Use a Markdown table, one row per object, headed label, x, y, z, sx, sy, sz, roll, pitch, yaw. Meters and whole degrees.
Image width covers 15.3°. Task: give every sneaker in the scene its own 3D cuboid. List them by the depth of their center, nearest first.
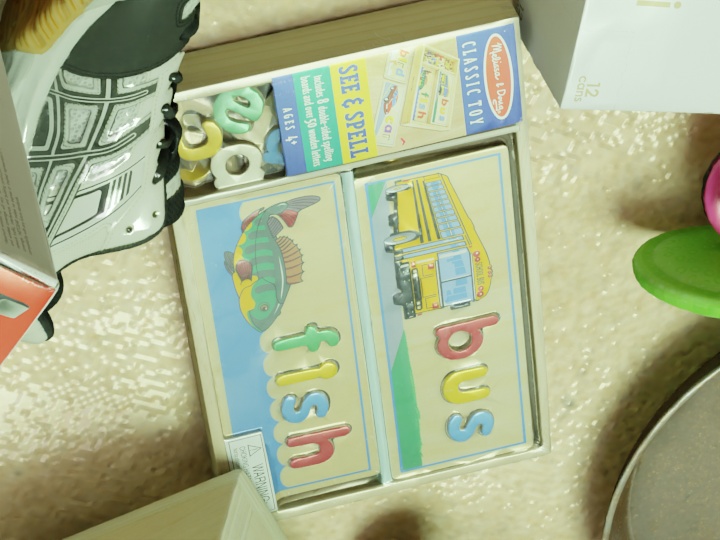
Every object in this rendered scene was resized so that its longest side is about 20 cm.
| label | x | y | z | sx | sy | sz | roll | pitch | yaw |
| --- | --- | --- | --- | --- | --- | --- | --- | --- | --- |
| sneaker | -0.083 | -0.058 | 0.875 | 0.087 | 0.076 | 0.200 | 33 | 121 | -19 |

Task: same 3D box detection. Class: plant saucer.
| label | x | y | z | sx | sy | sz | roll | pitch | yaw |
| --- | --- | --- | --- | --- | --- | --- | --- | --- | --- |
| plant saucer | 0.188 | 0.087 | 1.087 | 0.199 | 0.035 | 0.201 | -8 | 127 | -11 |

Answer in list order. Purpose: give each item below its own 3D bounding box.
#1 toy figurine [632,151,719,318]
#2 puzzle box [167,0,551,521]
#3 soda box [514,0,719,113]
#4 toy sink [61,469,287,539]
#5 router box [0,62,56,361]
| label | x | y | z | sx | sy | sz | roll | pitch | yaw |
| --- | --- | --- | --- | --- | --- | --- | --- | --- | --- |
| toy figurine | 0.201 | -0.076 | 0.942 | 0.199 | 0.150 | 0.185 | 5 | 111 | 9 |
| puzzle box | 0.000 | 0.000 | 0.975 | 0.132 | 0.025 | 0.201 | -14 | 127 | -8 |
| soda box | 0.106 | -0.152 | 0.875 | 0.068 | 0.064 | 0.201 | 0 | 124 | -17 |
| toy sink | -0.060 | 0.200 | 0.999 | 0.130 | 0.112 | 0.201 | -22 | 113 | 17 |
| router box | -0.173 | 0.004 | 0.807 | 0.049 | 0.200 | 0.180 | 26 | 114 | -31 |
